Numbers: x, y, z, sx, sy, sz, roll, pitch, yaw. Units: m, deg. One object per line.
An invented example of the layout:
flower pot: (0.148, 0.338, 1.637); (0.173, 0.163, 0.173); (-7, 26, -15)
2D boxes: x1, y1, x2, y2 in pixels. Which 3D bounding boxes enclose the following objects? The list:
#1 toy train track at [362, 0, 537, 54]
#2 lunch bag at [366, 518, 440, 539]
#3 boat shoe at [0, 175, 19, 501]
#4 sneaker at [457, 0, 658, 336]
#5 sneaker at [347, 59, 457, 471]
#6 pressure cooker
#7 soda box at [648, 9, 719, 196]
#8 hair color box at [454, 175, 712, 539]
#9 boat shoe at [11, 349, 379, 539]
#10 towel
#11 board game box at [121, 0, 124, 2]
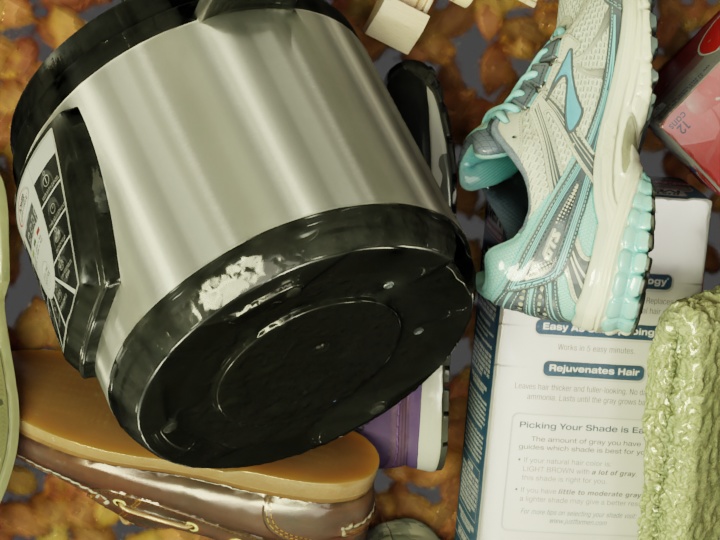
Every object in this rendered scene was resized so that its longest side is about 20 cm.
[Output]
toy train track: (0.057, -0.193, 1.251); (0.115, 0.033, 0.200); (25, 97, -13)
lunch bag: (-0.020, 0.230, 1.296); (0.200, 0.168, 0.140); (-23, 104, -2)
boat shoe: (-0.203, 0.045, 1.261); (0.075, 0.068, 0.201); (11, 81, -37)
sneaker: (0.090, -0.068, 1.250); (0.086, 0.078, 0.200); (5, 60, -4)
sneaker: (0.000, 0.000, 1.298); (0.087, 0.076, 0.201); (1, 103, -2)
pressure cooker: (-0.060, -0.033, 1.211); (0.176, 0.179, 0.200); (-33, 60, 13)
soda box: (0.223, -0.123, 1.298); (0.200, 0.070, 0.063); (-45, 104, 4)
hair color box: (0.106, 0.054, 1.328); (0.100, 0.061, 0.200); (4, 102, -9)
boat shoe: (-0.091, 0.096, 1.296); (0.200, 0.070, 0.070); (17, 126, 8)
towel: (0.179, 0.095, 1.317); (0.148, 0.036, 0.200); (-20, 118, -49)
board game box: (-0.035, -0.206, 1.266); (0.200, 0.028, 0.136); (-20, 105, -3)
